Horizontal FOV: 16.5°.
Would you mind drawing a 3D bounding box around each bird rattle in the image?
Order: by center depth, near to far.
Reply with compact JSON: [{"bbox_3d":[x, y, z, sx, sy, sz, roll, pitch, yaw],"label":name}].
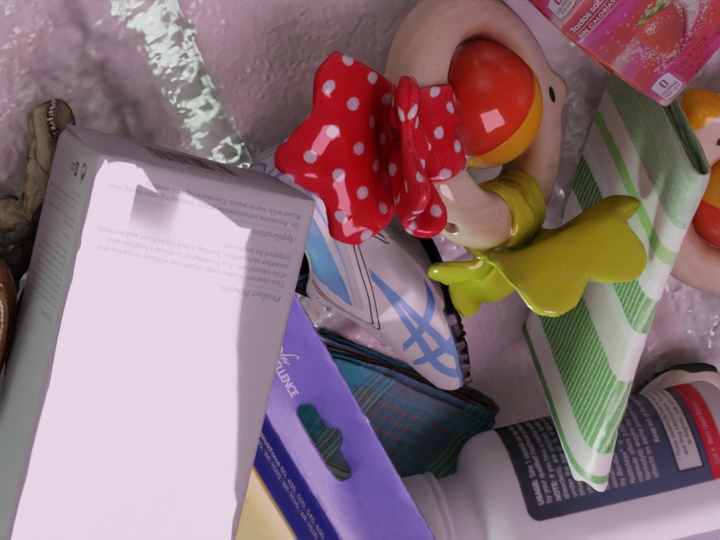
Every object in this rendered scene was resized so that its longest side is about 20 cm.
[{"bbox_3d":[0.046,-0.063,1.231,0.112,0.164,0.200,-18,140,42],"label":"bird rattle"},{"bbox_3d":[0.232,-0.042,1.387,0.162,0.113,0.201,4,132,-16],"label":"bird rattle"}]

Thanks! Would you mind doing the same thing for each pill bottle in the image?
[{"bbox_3d":[0.115,0.140,1.387,0.199,0.120,0.120,-12,129,-7],"label":"pill bottle"}]

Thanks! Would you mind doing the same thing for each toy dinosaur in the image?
[{"bbox_3d":[-0.200,0.006,1.193,0.088,0.048,0.200,10,121,-43],"label":"toy dinosaur"}]

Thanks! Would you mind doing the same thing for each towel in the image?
[{"bbox_3d":[0.134,-0.004,1.310,0.023,0.153,0.201,8,121,-14],"label":"towel"},{"bbox_3d":[-0.024,0.134,1.405,0.146,0.022,0.200,22,110,-39],"label":"towel"}]

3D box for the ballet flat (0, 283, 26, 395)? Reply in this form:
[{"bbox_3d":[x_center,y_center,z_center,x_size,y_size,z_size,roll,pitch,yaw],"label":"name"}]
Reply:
[{"bbox_3d":[-0.145,0.065,1.215,0.046,0.067,0.201,18,92,-65],"label":"ballet flat"}]

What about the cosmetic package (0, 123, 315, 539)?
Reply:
[{"bbox_3d":[-0.102,0.046,1.148,0.112,0.081,0.201,13,98,-21],"label":"cosmetic package"}]

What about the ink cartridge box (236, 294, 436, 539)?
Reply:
[{"bbox_3d":[-0.083,0.129,1.286,0.199,0.047,0.198,-26,114,10],"label":"ink cartridge box"}]

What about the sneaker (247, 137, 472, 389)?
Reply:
[{"bbox_3d":[0.000,0.000,1.292,0.072,0.072,0.200,-27,134,12],"label":"sneaker"}]

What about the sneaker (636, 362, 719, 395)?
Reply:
[{"bbox_3d":[0.191,0.153,1.495,0.070,0.093,0.201,0,123,-30],"label":"sneaker"}]

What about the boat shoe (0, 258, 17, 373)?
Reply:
[{"bbox_3d":[-0.206,0.076,1.176,0.075,0.074,0.200,2,136,-27],"label":"boat shoe"}]

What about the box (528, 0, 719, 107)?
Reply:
[{"bbox_3d":[0.163,-0.196,1.214,0.095,0.100,0.200,30,106,-41],"label":"box"}]
